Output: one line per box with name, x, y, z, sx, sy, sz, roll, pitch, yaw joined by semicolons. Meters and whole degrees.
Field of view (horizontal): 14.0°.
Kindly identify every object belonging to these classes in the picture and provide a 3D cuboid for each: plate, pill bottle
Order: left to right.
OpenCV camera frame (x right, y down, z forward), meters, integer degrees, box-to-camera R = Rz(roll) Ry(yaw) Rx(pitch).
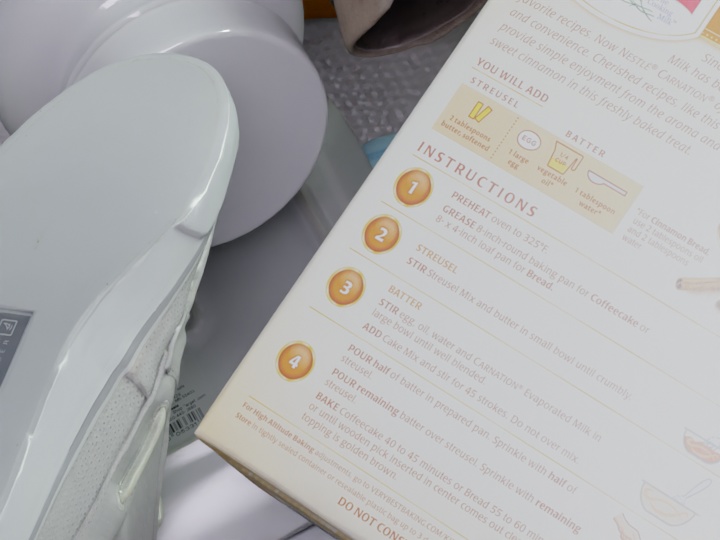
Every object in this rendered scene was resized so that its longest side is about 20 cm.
pill bottle;-0.084;-0.097;0.976;0.108;0.109;0.200;-30;43;-3
plate;-0.073;0.026;0.951;0.199;0.032;0.200;-28;39;-3

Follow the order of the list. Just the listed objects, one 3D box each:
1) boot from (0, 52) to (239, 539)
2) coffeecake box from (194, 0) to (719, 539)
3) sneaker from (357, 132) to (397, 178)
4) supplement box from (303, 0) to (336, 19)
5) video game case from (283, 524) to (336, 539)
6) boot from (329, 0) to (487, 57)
boot;-0.084;0.038;0.849;0.073;0.096;0.200;13;58;25
coffeecake box;0.076;0.011;0.828;0.153;0.073;0.200;32;84;25
sneaker;0.000;0.000;1.026;0.199;0.074;0.082;-28;36;8
supplement box;0.027;-0.198;1.053;0.125;0.074;0.201;-3;77;2
video game case;-0.075;0.135;0.951;0.199;0.143;0.018;-27;76;-2
boot;-0.005;-0.140;0.926;0.070;0.200;0.147;-6;82;-26
